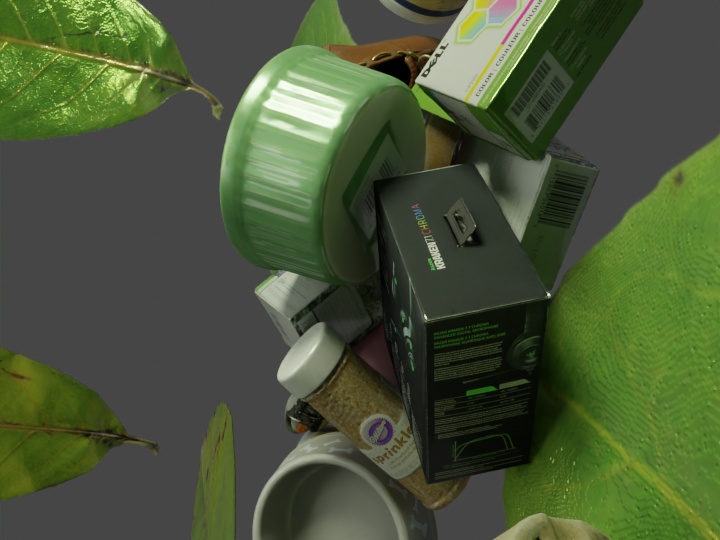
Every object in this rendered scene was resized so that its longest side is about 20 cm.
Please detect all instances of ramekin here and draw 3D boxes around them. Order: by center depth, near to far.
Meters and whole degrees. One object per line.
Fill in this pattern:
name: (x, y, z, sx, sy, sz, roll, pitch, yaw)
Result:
ramekin: (-0.022, -0.085, 0.647, 0.200, 0.096, 0.203, -42, -38, -44)

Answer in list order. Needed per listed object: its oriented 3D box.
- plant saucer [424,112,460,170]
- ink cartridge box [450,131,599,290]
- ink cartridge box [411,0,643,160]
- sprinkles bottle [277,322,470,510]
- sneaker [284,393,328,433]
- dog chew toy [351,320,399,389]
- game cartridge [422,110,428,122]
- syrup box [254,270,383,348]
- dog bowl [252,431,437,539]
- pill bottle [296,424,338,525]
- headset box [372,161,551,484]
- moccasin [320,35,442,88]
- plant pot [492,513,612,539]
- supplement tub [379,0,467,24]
plant saucer: (0.092, -0.171, 0.775, 0.200, 0.035, 0.204, 17, -91, -87)
ink cartridge box: (0.134, -0.079, 0.671, 0.201, 0.049, 0.111, -110, 34, -62)
ink cartridge box: (0.106, -0.197, 0.617, 0.149, 0.075, 0.200, -55, 38, 4)
sprinkles bottle: (0.016, 0.136, 0.683, 0.068, 0.200, 0.068, -44, 14, 14)
sneaker: (-0.049, 0.160, 0.902, 0.080, 0.073, 0.200, -57, 1, -25)
dog chew toy: (0.036, 0.071, 0.811, 0.125, 0.122, 0.202, 119, 163, -47)
game cartridge: (0.011, -0.180, 0.858, 0.201, 0.131, 0.041, -68, 0, -55)
syrup box: (0.000, 0.000, 0.757, 0.081, 0.199, 0.079, 30, 154, 50)
dog bowl: (-0.023, 0.271, 0.752, 0.058, 0.197, 0.204, 3, -82, -68)
pill bottle: (-0.023, 0.257, 0.900, 0.200, 0.109, 0.114, -160, 80, -73)
headset box: (0.074, 0.036, 0.601, 0.175, 0.091, 0.203, -107, 8, -50)
moccasin: (0.042, -0.223, 0.834, 0.078, 0.199, 0.074, 50, 132, 32)
plant pot: (0.088, 0.252, 0.437, 0.184, 0.198, 0.202, -54, 28, 32)
supplement tub: (0.096, -0.392, 0.811, 0.200, 0.142, 0.147, 127, 148, -57)
